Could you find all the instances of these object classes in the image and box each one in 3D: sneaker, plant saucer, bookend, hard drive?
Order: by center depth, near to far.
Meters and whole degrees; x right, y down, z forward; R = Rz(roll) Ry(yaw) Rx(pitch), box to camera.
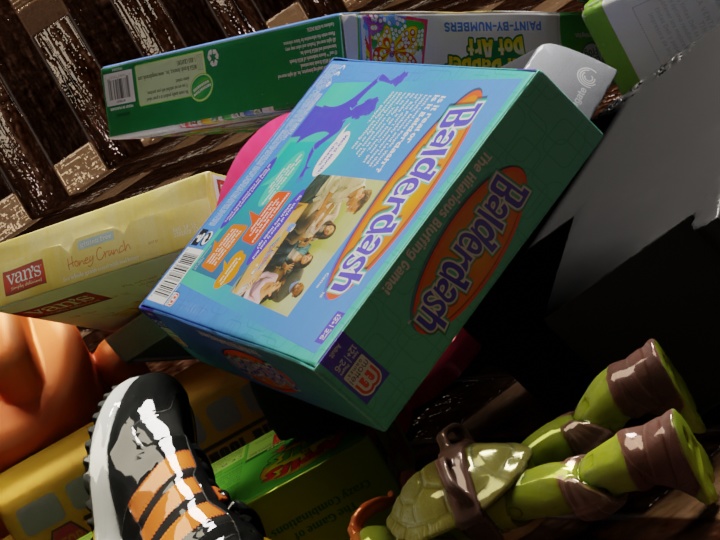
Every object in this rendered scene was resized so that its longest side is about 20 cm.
[{"bbox_3d":[-0.067,0.119,1.001,0.089,0.070,0.201,-13,41,13],"label":"sneaker"},{"bbox_3d":[0.123,0.006,1.036,0.198,0.092,0.200,-37,17,32],"label":"bookend"},{"bbox_3d":[0.029,-0.016,1.095,0.200,0.042,0.135,-56,16,-25],"label":"hard drive"},{"bbox_3d":[-0.035,0.031,1.293,0.199,0.019,0.070,-1,-17,-32],"label":"plant saucer"}]

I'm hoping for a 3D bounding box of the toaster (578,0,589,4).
[{"bbox_3d":[0.172,-0.217,1.227,0.200,0.114,0.129,-40,17,-35],"label":"toaster"}]

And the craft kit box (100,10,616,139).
[{"bbox_3d":[-0.001,-0.104,1.260,0.197,0.049,0.199,-10,3,-41],"label":"craft kit box"}]

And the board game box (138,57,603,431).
[{"bbox_3d":[-0.002,-0.018,1.016,0.152,0.045,0.200,-52,23,-10],"label":"board game box"}]

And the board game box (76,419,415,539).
[{"bbox_3d":[-0.070,0.129,1.114,0.199,0.048,0.102,-30,11,7],"label":"board game box"}]

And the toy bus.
[{"bbox_3d":[-0.121,0.116,1.220,0.199,0.079,0.065,-29,10,-8],"label":"toy bus"}]

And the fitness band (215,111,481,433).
[{"bbox_3d":[0.000,0.000,1.184,0.037,0.200,0.144,14,83,44],"label":"fitness band"}]

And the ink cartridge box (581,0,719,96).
[{"bbox_3d":[0.228,-0.105,1.110,0.199,0.148,0.076,-23,11,30],"label":"ink cartridge box"}]

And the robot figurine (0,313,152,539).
[{"bbox_3d":[-0.193,0.089,1.308,0.116,0.200,0.144,23,62,27],"label":"robot figurine"}]

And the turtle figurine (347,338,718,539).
[{"bbox_3d":[0.055,0.085,0.930,0.161,0.065,0.200,-28,11,13],"label":"turtle figurine"}]

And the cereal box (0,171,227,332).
[{"bbox_3d":[-0.080,-0.001,1.250,0.143,0.040,0.200,-18,-15,28],"label":"cereal box"}]
